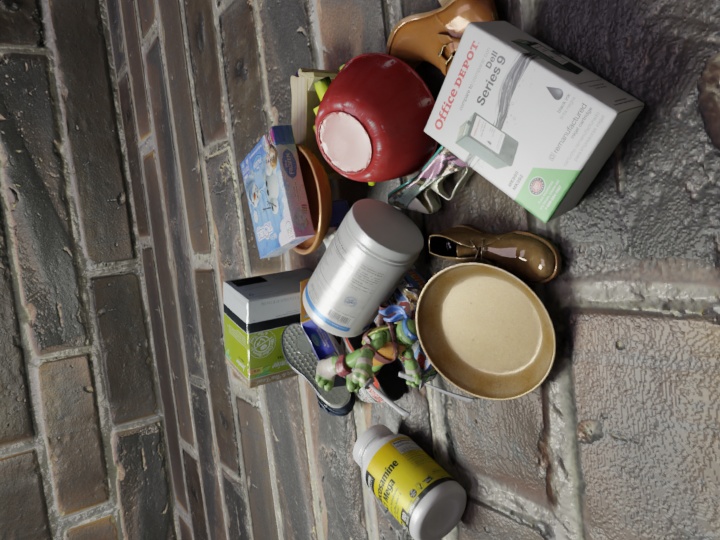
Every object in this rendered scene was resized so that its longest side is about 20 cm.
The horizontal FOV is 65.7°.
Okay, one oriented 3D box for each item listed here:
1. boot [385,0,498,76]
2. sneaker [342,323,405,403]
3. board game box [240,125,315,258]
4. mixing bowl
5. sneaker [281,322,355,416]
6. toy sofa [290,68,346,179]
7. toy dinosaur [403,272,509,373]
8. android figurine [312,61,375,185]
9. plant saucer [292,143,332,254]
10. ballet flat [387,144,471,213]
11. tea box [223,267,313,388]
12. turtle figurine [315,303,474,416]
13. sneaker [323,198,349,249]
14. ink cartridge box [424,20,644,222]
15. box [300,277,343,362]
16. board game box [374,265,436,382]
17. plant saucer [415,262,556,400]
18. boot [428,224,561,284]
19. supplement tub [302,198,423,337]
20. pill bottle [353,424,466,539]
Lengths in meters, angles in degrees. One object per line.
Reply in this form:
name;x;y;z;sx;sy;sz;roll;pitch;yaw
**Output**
boot;0.117;-0.298;0.780;0.155;0.074;0.200;65;149;11
sneaker;-0.004;0.158;1.038;0.202;0.067;0.108;60;146;0
board game box;-0.160;-0.138;1.039;0.200;0.043;0.200;-20;82;61
mixing bowl;0.005;-0.211;0.839;0.200;0.108;0.201;22;133;26
sneaker;-0.083;0.207;1.129;0.202;0.077;0.146;52;171;25
toy sofa;-0.077;-0.276;1.060;0.098;0.083;0.201;29;122;54
toy dinosaur;0.158;0.051;0.830;0.200;0.060;0.107;29;132;35
android figurine;-0.003;-0.243;0.947;0.182;0.041;0.200;-19;102;40
plant saucer;-0.103;-0.131;1.023;0.200;0.037;0.201;28;124;54
ballet flat;0.110;-0.130;0.841;0.071;0.069;0.200;55;143;3
tea box;-0.176;0.117;1.195;0.134;0.199;0.197;27;121;51
turtle figurine;0.030;0.169;0.870;0.194;0.144;0.200;-30;90;43
sneaker;-0.020;-0.033;1.047;0.115;0.080;0.200;21;122;48
ink cartridge box;0.189;-0.176;0.648;0.200;0.084;0.146;43;134;24
box;-0.072;0.103;1.041;0.200;0.041;0.119;-109;-5;-66
board game box;0.080;0.074;0.951;0.200;0.034;0.136;55;138;33
plant saucer;0.171;0.080;0.764;0.200;0.035;0.201;14;115;31
boot;0.173;-0.020;0.756;0.200;0.075;0.074;18;110;52
supplement tub;0.000;0.000;0.903;0.132;0.132;0.200;57;130;32
pill bottle;0.076;0.356;0.956;0.200;0.112;0.113;32;123;49
